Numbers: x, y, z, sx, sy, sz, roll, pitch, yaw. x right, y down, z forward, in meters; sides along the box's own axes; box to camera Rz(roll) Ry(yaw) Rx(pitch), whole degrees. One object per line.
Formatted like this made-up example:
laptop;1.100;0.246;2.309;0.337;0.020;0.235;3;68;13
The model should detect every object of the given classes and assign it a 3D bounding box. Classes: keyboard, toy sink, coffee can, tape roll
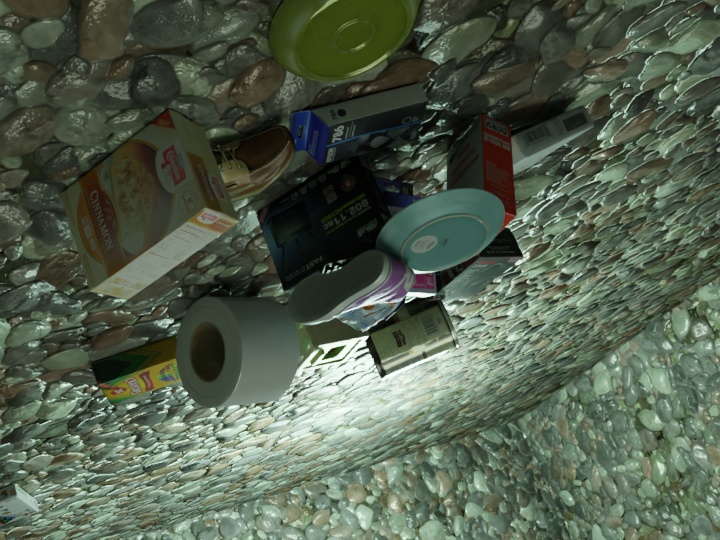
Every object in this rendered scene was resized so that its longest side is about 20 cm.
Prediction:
keyboard;0.037;-0.032;1.275;0.199;0.021;0.127;-15;153;-18
toy sink;-0.105;0.142;1.790;0.199;0.112;0.130;-7;151;-35
coffee can;0.112;0.152;1.980;0.199;0.147;0.146;-23;157;-2
tape roll;-0.230;0.149;1.571;0.139;0.203;0.203;3;146;-48

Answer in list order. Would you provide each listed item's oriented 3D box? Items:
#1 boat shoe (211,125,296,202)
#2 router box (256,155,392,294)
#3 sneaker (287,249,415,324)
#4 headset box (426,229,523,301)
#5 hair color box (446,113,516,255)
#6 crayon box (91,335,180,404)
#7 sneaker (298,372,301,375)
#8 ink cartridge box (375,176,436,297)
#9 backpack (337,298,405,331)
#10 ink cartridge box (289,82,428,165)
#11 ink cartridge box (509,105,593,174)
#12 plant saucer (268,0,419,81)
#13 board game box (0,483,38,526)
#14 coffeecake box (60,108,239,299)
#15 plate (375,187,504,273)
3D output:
boat shoe;-0.183;-0.136;1.161;0.200;0.076;0.074;-31;153;14
router box;-0.053;-0.070;1.327;0.200;0.150;0.062;-32;155;18
sneaker;-0.008;0.039;1.265;0.200;0.073;0.114;-22;156;33
headset box;0.241;-0.017;1.826;0.148;0.077;0.200;-1;150;-42
hair color box;0.190;-0.138;1.348;0.064;0.201;0.111;19;140;-19
crayon box;-0.418;0.194;1.682;0.199;0.051;0.127;-19;156;-12
sneaker;-0.208;0.207;1.892;0.139;0.078;0.200;2;-169;12
ink cartridge box;0.072;-0.058;1.417;0.042;0.201;0.119;-14;168;42
backpack;0.000;0.000;1.484;0.154;0.191;0.200;18;136;-35
ink cartridge box;-0.005;-0.207;1.223;0.199;0.039;0.100;-16;157;-16
ink cartridge box;0.287;-0.208;1.480;0.162;0.057;0.200;-26;-179;-25
plant saucer;-0.013;-0.295;1.031;0.199;0.031;0.200;-20;156;-9
board game box;-0.894;0.592;2.110;0.126;0.035;0.200;-19;157;-14
coffeecake box;-0.273;-0.081;1.085;0.200;0.154;0.073;-32;156;19
plate;0.120;-0.047;1.239;0.199;0.026;0.200;-13;148;-8
